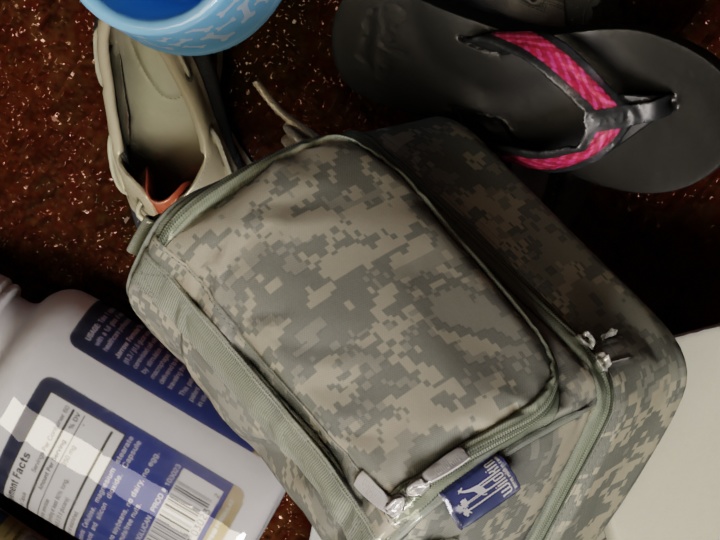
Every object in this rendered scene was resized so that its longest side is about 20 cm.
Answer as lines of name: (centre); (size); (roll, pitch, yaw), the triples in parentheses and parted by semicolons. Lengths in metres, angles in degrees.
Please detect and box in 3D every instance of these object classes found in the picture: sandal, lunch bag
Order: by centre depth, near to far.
lunch bag: (0.013, 0.041, 1.157); (0.200, 0.167, 0.140); (48, 129, 26)
sandal: (0.072, -0.077, 1.206); (0.199, 0.045, 0.076); (15, 116, 21)

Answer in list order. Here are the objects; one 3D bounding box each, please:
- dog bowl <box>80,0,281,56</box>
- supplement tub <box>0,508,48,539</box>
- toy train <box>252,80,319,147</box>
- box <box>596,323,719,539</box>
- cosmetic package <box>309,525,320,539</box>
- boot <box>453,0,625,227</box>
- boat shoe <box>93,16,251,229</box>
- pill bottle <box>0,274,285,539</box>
dog bowl: (-0.067, -0.191, 1.227); (0.111, 0.050, 0.201); (30, 104, 13)
supplement tub: (-0.174, 0.229, 1.486); (0.199, 0.145, 0.145); (34, 124, -1)
toy train: (0.000, 0.000, 1.339); (0.200, 0.085, 0.116); (41, 137, -6)
box: (0.160, 0.135, 1.256); (0.108, 0.128, 0.201); (-13, 79, -6)
cosmetic package: (0.042, 0.188, 1.442); (0.150, 0.052, 0.201); (18, 123, 12)
boot: (0.054, -0.116, 1.264); (0.131, 0.070, 0.201); (13, 111, 16)
boat shoe: (-0.090, -0.054, 1.345); (0.071, 0.063, 0.201); (2, 120, 17)
pill bottle: (-0.133, 0.079, 1.407); (0.199, 0.111, 0.111); (31, 124, 2)
